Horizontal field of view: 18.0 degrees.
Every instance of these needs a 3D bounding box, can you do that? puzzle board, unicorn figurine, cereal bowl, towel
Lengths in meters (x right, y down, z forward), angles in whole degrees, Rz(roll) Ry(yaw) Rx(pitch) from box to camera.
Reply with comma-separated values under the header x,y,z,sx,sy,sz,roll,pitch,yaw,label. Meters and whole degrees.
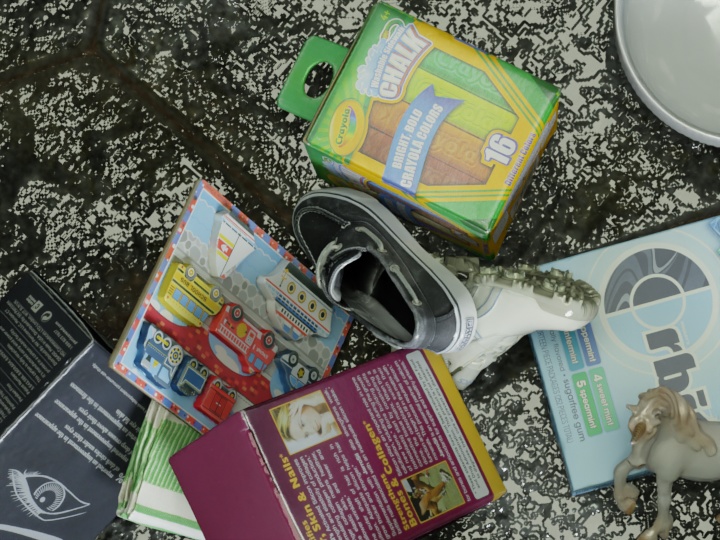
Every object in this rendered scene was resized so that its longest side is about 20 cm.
x,y,z,sx,sy,sz,roll,pitch,yaw,label
-0.086,0.049,1.645,0.017,0.200,0.152,9,67,42,puzzle board
0.238,0.138,1.624,0.199,0.138,0.074,-7,40,-28,unicorn figurine
0.286,-0.186,1.711,0.198,0.083,0.202,-1,82,4,cereal bowl
-0.101,0.099,1.672,0.023,0.152,0.202,9,80,40,towel

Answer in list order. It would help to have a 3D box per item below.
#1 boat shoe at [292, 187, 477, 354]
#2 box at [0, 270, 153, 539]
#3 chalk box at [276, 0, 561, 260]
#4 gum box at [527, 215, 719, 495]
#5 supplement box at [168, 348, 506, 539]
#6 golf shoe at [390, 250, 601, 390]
x,y,z,sx,sy,sz,roll,pitch,yaw,label
0.000,0.000,1.662,0.200,0.067,0.072,43,124,40,boat shoe
-0.246,0.129,1.652,0.200,0.148,0.104,-45,48,-4,box
0.036,-0.112,1.696,0.199,0.124,0.125,26,83,7,chalk box
0.231,0.059,1.696,0.198,0.045,0.171,-15,80,1,gum box
-0.014,0.147,1.617,0.199,0.103,0.132,-17,79,-43,supplement box
0.096,0.041,1.663,0.199,0.078,0.098,7,94,49,golf shoe
